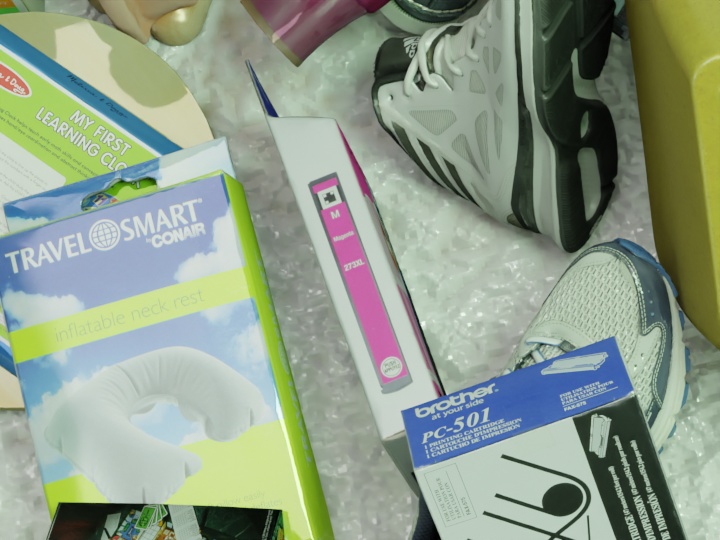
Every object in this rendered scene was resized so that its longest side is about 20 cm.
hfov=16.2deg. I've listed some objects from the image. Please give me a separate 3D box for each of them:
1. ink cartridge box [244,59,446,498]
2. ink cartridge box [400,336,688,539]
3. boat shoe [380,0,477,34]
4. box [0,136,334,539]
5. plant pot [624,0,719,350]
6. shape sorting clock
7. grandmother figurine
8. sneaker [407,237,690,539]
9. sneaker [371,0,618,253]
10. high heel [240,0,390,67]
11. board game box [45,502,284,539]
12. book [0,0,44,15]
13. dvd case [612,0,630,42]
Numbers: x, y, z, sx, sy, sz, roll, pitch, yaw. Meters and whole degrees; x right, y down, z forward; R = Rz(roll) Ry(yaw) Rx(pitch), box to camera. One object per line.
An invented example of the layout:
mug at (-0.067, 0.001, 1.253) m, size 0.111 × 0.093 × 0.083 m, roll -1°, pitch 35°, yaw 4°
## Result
ink cartridge box at (0.000, 0.000, 1.158) m, size 0.037 × 0.095 × 0.200 m, roll -24°, pitch 67°, yaw 3°
ink cartridge box at (0.093, 0.129, 1.041) m, size 0.094 × 0.200 × 0.044 m, roll -19°, pitch 32°, yaw 4°
boat shoe at (0.026, -0.218, 1.239) m, size 0.073 × 0.062 × 0.201 m, roll -3°, pitch 70°, yaw -23°
box at (-0.095, 0.045, 1.168) m, size 0.122 × 0.048 × 0.201 m, roll -16°, pitch 80°, yaw 6°
plant pot at (0.211, -0.065, 1.044) m, size 0.199 × 0.201 × 0.177 m, roll -6°, pitch 26°, yaw 10°
shape sorting clock at (-0.164, -0.030, 1.235) m, size 0.199 × 0.039 × 0.201 m, roll -2°, pitch 80°, yaw 9°
grandmother figurine at (-0.124, -0.163, 1.187) m, size 0.121 × 0.200 × 0.061 m, roll 18°, pitch 80°, yaw 19°
sneaker at (0.072, 0.080, 1.077) m, size 0.077 × 0.085 × 0.200 m, roll 32°, pitch 105°, yaw 32°
sneaker at (0.051, -0.098, 1.135) m, size 0.115 × 0.201 × 0.076 m, roll 19°, pitch 50°, yaw 24°
high heel at (-0.037, -0.186, 1.234) m, size 0.096 × 0.067 × 0.200 m, roll -41°, pitch 53°, yaw 7°
board game box at (-0.098, 0.169, 1.048) m, size 0.104 × 0.024 × 0.200 m, roll 4°, pitch 36°, yaw 8°
book at (-0.246, -0.168, 1.217) m, size 0.133 × 0.200 × 0.048 m, roll -7°, pitch 69°, yaw 9°
dvd case at (0.080, -0.219, 1.155) m, size 0.200 × 0.022 × 0.146 m, roll 36°, pitch 76°, yaw -4°
